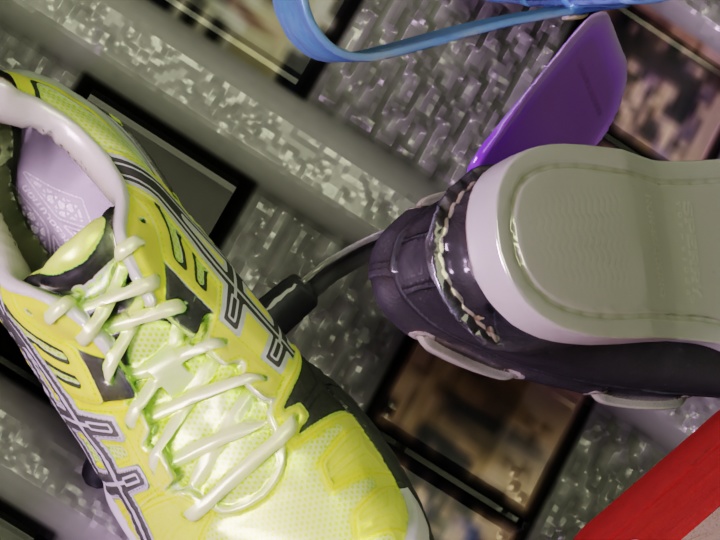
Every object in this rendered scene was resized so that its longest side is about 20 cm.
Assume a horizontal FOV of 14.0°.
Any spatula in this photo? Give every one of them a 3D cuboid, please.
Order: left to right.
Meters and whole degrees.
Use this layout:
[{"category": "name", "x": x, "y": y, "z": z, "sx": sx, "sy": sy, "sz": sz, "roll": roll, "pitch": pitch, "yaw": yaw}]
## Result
[{"category": "spatula", "x": 0.000, "y": 0.000, "z": 0.848, "sx": 0.200, "sy": 0.057, "sz": 0.021, "roll": -36, "pitch": 61, "yaw": 0}]

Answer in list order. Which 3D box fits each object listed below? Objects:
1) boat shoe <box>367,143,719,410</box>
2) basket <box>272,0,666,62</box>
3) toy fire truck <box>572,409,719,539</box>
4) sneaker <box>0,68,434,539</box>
[{"category": "boat shoe", "x": 0.088, "y": 0.007, "z": 0.848, "sx": 0.199, "sy": 0.060, "sz": 0.074, "roll": 4, "pitch": 75, "yaw": -43}, {"category": "basket", "x": 0.053, "y": -0.160, "z": 0.866, "sx": 0.199, "sy": 0.139, "sz": 0.177, "roll": -11, "pitch": 100, "yaw": -29}, {"category": "toy fire truck", "x": 0.132, "y": 0.100, "z": 0.818, "sx": 0.129, "sy": 0.200, "sz": 0.176, "roll": -40, "pitch": 114, "yaw": -5}, {"category": "sneaker", "x": -0.058, "y": 0.027, "z": 0.795, "sx": 0.075, "sy": 0.076, "sz": 0.200, "roll": -43, "pitch": 69, "yaw": 2}]
